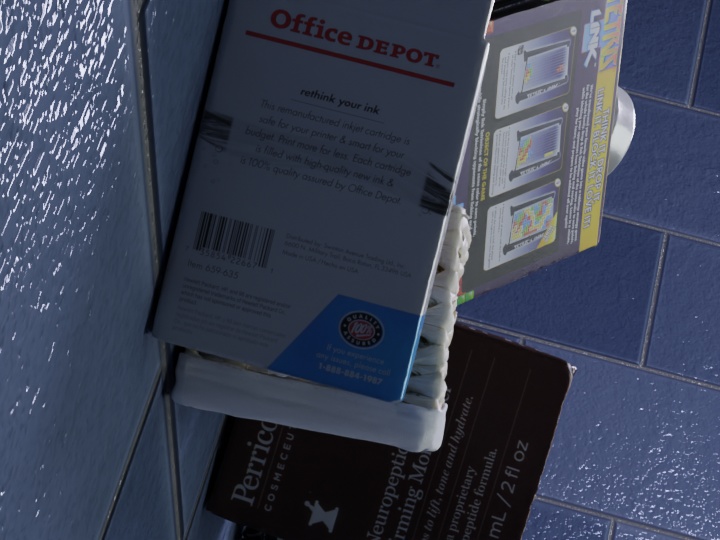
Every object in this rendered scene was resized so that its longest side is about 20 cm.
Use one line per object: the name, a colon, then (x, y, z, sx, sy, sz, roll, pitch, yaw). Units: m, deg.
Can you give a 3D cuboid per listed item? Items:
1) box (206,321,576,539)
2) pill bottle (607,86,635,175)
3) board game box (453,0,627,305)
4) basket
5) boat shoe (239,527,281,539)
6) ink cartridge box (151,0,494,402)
box: (0.024, 0.109, 1.109, 0.164, 0.198, 0.168, 22, 86, -86)
pill bottle: (0.108, -0.137, 1.218, 0.112, 0.199, 0.114, -28, -129, 41)
board game box: (0.098, -0.093, 1.106, 0.164, 0.056, 0.202, -22, 126, -38)
basket: (-0.012, 0.022, 0.882, 0.200, 0.134, 0.125, 56, 44, -84)
boat shoe: (-0.066, 0.215, 1.294, 0.075, 0.061, 0.202, -59, 149, -59)
ink cartridge box: (-0.010, -0.055, 0.733, 0.067, 0.114, 0.203, -15, 119, -85)
